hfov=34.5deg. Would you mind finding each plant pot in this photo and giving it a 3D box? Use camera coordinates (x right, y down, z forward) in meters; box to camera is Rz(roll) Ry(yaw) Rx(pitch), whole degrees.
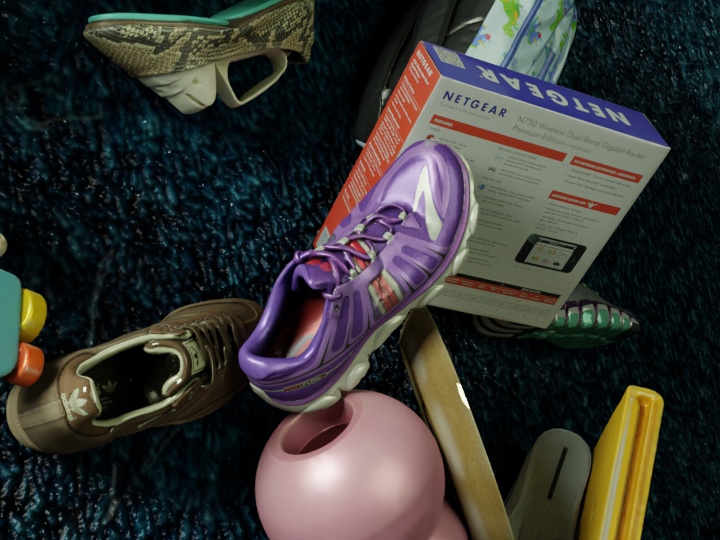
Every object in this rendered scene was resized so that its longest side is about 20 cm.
[{"bbox_3d":[0.066,0.120,0.823,0.200,0.027,0.201,161,-90,-89],"label":"plant pot"}]

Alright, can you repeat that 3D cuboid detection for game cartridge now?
[{"bbox_3d":[0.183,0.211,0.898,0.200,0.032,0.177,94,14,-56],"label":"game cartridge"}]

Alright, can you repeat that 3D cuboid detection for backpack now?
[{"bbox_3d":[0.079,-0.154,0.905,0.154,0.163,0.200,53,55,-25],"label":"backpack"}]

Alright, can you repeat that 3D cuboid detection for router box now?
[{"bbox_3d":[0.094,-0.053,0.841,0.199,0.180,0.049,13,34,-27],"label":"router box"}]

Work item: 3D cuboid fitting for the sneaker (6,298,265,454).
[{"bbox_3d":[-0.110,0.062,0.698,0.200,0.075,0.071,-23,95,-47],"label":"sneaker"}]

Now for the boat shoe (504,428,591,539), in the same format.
[{"bbox_3d":[0.133,0.219,0.909,0.073,0.067,0.200,26,53,14],"label":"boat shoe"}]

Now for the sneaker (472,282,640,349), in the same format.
[{"bbox_3d":[0.174,0.016,1.015,0.200,0.074,0.088,10,66,-44],"label":"sneaker"}]

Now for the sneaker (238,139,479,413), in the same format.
[{"bbox_3d":[0.000,0.000,0.723,0.200,0.081,0.083,-55,149,-7],"label":"sneaker"}]

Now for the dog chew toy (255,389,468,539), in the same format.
[{"bbox_3d":[0.015,0.177,0.768,0.125,0.124,0.200,-51,123,-42],"label":"dog chew toy"}]

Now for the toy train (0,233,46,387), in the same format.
[{"bbox_3d":[-0.243,-0.010,0.583,0.201,0.055,0.150,65,30,-7],"label":"toy train"}]

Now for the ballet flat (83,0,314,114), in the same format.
[{"bbox_3d":[-0.097,-0.146,0.788,0.200,0.068,0.076,-25,112,-49],"label":"ballet flat"}]
